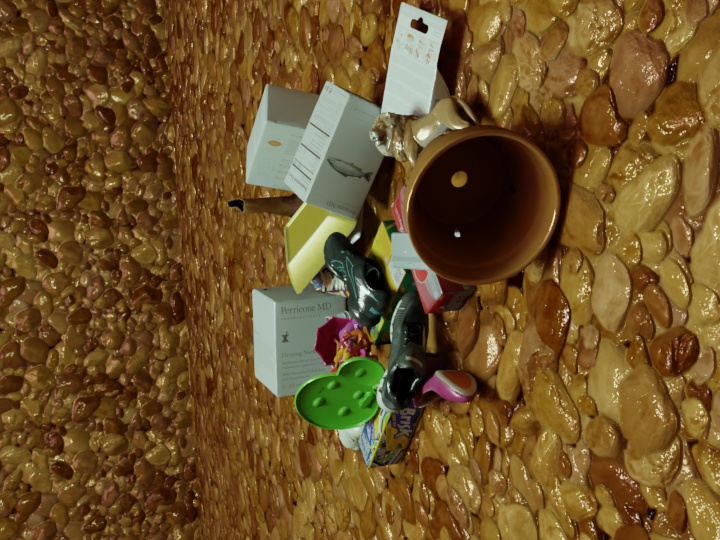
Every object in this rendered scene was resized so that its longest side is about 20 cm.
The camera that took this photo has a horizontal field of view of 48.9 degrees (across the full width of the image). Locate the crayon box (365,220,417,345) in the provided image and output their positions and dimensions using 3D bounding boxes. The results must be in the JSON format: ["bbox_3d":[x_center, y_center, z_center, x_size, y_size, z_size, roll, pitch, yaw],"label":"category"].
[{"bbox_3d":[0.054,0.024,1.402,0.202,0.057,0.120,111,146,-44],"label":"crayon box"}]

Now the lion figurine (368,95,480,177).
[{"bbox_3d":[0.106,-0.210,1.182,0.198,0.072,0.125,-24,73,32],"label":"lion figurine"}]

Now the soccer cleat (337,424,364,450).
[{"bbox_3d":[-0.006,0.321,1.578,0.200,0.068,0.079,153,103,-75],"label":"soccer cleat"}]

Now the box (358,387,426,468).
[{"bbox_3d":[0.056,0.267,1.422,0.065,0.069,0.202,-116,32,-42],"label":"box"}]

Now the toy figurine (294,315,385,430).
[{"bbox_3d":[-0.029,0.150,1.415,0.201,0.148,0.186,-53,25,36],"label":"toy figurine"}]

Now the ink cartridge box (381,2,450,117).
[{"bbox_3d":[0.097,-0.310,1.271,0.160,0.047,0.203,-132,47,-54],"label":"ink cartridge box"}]

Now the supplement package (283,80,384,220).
[{"bbox_3d":[-0.035,-0.214,1.421,0.117,0.116,0.203,43,113,55],"label":"supplement package"}]

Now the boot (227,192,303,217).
[{"bbox_3d":[-0.201,-0.140,1.776,0.188,0.197,0.070,-152,61,-62],"label":"boot"}]

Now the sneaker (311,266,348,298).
[{"bbox_3d":[-0.047,0.023,1.590,0.199,0.089,0.076,-173,79,-67],"label":"sneaker"}]

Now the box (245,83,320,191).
[{"bbox_3d":[-0.150,-0.274,1.679,0.201,0.150,0.108,121,151,-51],"label":"box"}]

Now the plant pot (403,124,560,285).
[{"bbox_3d":[0.144,-0.101,1.040,0.140,0.196,0.203,-110,24,-65],"label":"plant pot"}]

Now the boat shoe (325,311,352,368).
[{"bbox_3d":[-0.030,0.184,1.608,0.074,0.066,0.203,129,131,-57],"label":"boat shoe"}]

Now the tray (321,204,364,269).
[{"bbox_3d":[-0.063,-0.059,1.571,0.199,0.022,0.109,-39,34,38],"label":"tray"}]

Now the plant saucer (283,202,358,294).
[{"bbox_3d":[-0.092,-0.086,1.572,0.200,0.048,0.201,-49,28,23],"label":"plant saucer"}]

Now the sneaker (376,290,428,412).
[{"bbox_3d":[0.079,0.132,1.269,0.090,0.065,0.204,169,116,-76],"label":"sneaker"}]

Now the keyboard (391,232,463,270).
[{"bbox_3d":[0.098,-0.029,1.206,0.199,0.011,0.057,5,91,62],"label":"keyboard"}]

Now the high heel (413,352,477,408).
[{"bbox_3d":[0.126,0.199,1.246,0.200,0.066,0.098,-153,71,-68],"label":"high heel"}]

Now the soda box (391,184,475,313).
[{"bbox_3d":[0.112,-0.037,1.255,0.070,0.062,0.203,122,137,-53],"label":"soda box"}]

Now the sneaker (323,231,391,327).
[{"bbox_3d":[0.000,0.000,1.383,0.080,0.074,0.202,-55,49,35],"label":"sneaker"}]

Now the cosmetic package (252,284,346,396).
[{"bbox_3d":[-0.133,0.144,1.710,0.166,0.165,0.204,-161,68,-65],"label":"cosmetic package"}]
